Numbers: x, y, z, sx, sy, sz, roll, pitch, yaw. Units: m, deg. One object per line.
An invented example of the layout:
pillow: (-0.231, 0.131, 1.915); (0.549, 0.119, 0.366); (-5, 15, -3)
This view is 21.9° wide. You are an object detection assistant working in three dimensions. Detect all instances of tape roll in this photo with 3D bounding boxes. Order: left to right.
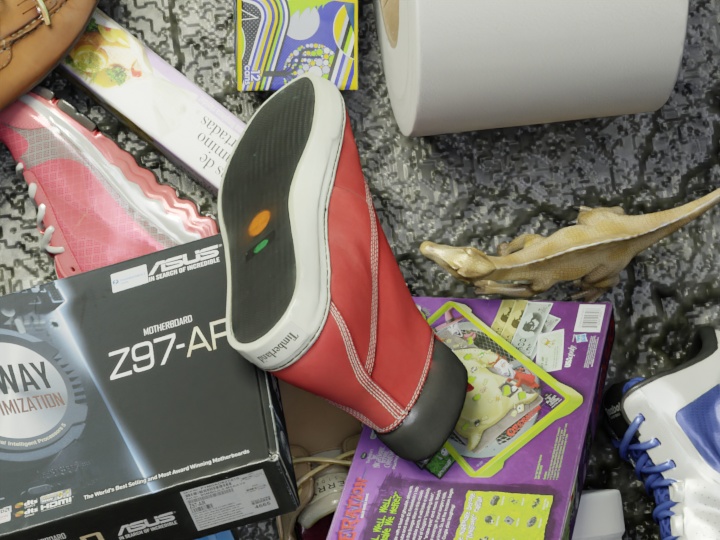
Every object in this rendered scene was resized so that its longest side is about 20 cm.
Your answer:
tape roll: (0.079, -0.176, 0.978); (0.138, 0.203, 0.204); (-6, 84, -5)

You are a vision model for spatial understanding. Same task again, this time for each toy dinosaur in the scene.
toy dinosaur: (0.131, -0.013, 1.014); (0.199, 0.101, 0.059); (-16, 85, -5)

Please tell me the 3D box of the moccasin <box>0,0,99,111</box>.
moccasin: (-0.208, -0.124, 0.963); (0.201, 0.078, 0.074); (-42, 53, -13)

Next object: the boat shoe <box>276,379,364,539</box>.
boat shoe: (-0.011, 0.124, 1.006); (0.073, 0.066, 0.201); (-14, 85, -6)

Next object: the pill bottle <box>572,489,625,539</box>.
pill bottle: (0.099, 0.220, 0.980); (0.115, 0.116, 0.202); (-4, 84, -5)

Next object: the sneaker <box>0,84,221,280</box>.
sneaker: (-0.149, -0.029, 1.010); (0.200, 0.074, 0.087); (38, 85, 1)

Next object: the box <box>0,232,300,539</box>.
box: (-0.139, 0.073, 0.926); (0.199, 0.044, 0.161); (-15, 45, 3)

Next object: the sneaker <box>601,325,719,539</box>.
sneaker: (0.179, 0.117, 1.022); (0.114, 0.081, 0.201); (20, 76, 2)

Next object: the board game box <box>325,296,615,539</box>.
board game box: (0.058, 0.092, 0.958); (0.119, 0.032, 0.201); (5, 44, 16)

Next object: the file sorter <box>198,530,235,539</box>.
file sorter: (-0.148, 0.196, 0.952); (0.199, 0.123, 0.139); (-24, 77, -7)

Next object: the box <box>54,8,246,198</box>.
box: (-0.115, -0.095, 1.036); (0.200, 0.041, 0.039); (38, 83, 0)

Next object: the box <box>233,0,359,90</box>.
box: (-0.035, -0.201, 1.013); (0.069, 0.064, 0.202); (-1, 102, -4)

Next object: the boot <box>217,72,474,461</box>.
boot: (0.000, 0.000, 0.960); (0.072, 0.201, 0.144); (-34, 127, 29)
